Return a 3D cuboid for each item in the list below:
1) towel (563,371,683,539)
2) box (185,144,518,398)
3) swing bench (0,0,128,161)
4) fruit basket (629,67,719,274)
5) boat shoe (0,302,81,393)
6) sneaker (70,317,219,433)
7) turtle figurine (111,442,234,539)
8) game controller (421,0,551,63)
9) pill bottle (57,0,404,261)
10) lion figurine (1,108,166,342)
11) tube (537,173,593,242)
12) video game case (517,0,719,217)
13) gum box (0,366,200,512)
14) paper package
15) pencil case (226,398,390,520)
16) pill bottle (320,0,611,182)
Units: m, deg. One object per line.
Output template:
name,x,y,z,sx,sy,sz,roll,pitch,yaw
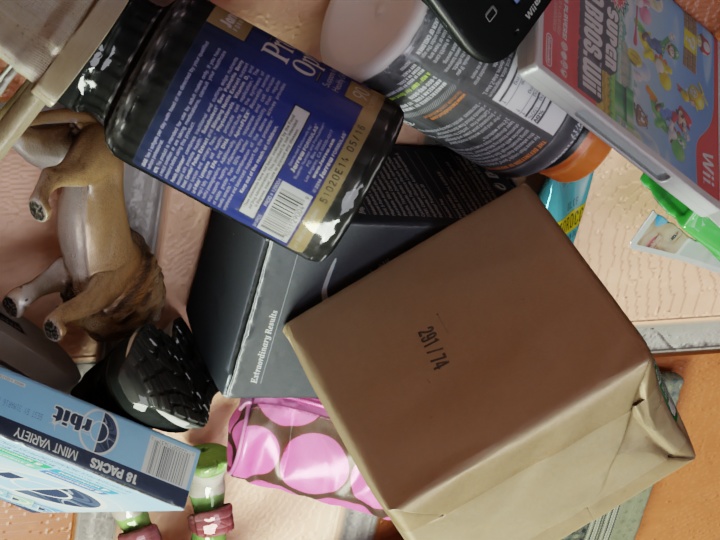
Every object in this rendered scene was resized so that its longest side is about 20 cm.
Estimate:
towel,0.143,0.161,1.768,0.192,0.035,0.200,-3,124,-25
box,0.000,0.000,1.531,0.200,0.104,0.148,3,124,-24
swing bench,-0.262,-0.142,1.256,0.199,0.130,0.200,38,108,-13
fruit basket,0.308,-0.065,1.622,0.200,0.094,0.185,19,116,-37
boat shoe,-0.269,0.041,1.476,0.066,0.072,0.200,-45,138,7
sneaker,-0.150,0.085,1.489,0.088,0.200,0.076,-28,88,4
turtle figurine,-0.118,0.236,1.617,0.144,0.200,0.194,-4,108,19
game controller,0.103,-0.223,1.386,0.104,0.042,0.200,46,68,-25
pill bottle,-0.084,-0.096,1.377,0.200,0.112,0.112,28,114,-4
lion figurine,-0.175,-0.033,1.452,0.122,0.072,0.200,-32,134,-44
tube,0.124,-0.005,1.616,0.050,0.077,0.200,26,121,13
video game case,0.173,-0.139,1.482,0.017,0.143,0.200,-22,140,37
gum box,-0.228,0.109,1.464,0.170,0.200,0.045,26,69,-31
paper package,0.078,0.072,1.419,0.191,0.200,0.103,-31,131,1
pencil case,0.006,0.121,1.570,0.200,0.091,0.094,11,154,5
pill bottle,0.078,-0.126,1.467,0.200,0.106,0.106,28,111,-36
